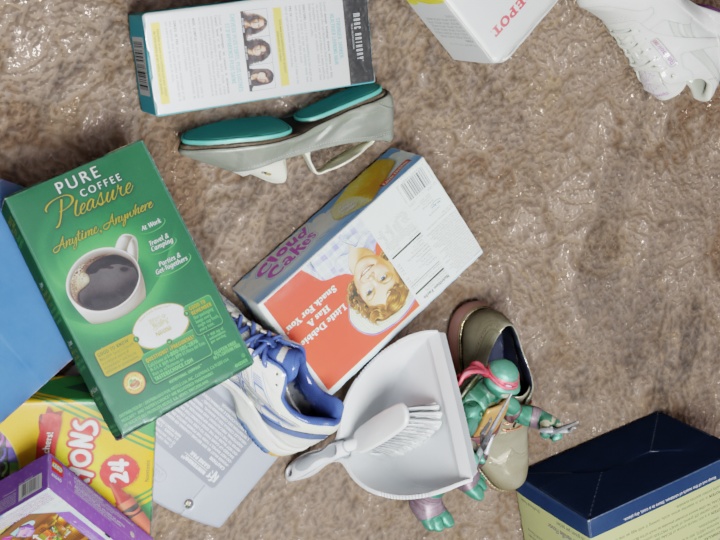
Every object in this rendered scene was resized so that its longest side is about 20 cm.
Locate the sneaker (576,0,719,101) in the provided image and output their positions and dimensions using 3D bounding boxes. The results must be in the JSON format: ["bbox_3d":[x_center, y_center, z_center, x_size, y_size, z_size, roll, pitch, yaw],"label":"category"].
[{"bbox_3d":[0.287,-0.224,1.178,0.198,0.075,0.101,15,93,-28],"label":"sneaker"}]

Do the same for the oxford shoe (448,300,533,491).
[{"bbox_3d":[0.134,0.133,1.179,0.070,0.074,0.202,-24,111,-22],"label":"oxford shoe"}]

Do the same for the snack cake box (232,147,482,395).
[{"bbox_3d":[0.000,0.000,1.090,0.200,0.067,0.115,-42,117,-12],"label":"snack cake box"}]

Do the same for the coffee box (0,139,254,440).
[{"bbox_3d":[-0.180,0.013,0.942,0.122,0.044,0.202,-28,90,-23],"label":"coffee box"}]

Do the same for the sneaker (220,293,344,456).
[{"bbox_3d":[-0.089,0.067,1.019,0.200,0.088,0.076,49,42,-21],"label":"sneaker"}]

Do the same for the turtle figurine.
[{"bbox_3d":[0.115,0.147,1.106,0.148,0.101,0.201,-10,141,-35],"label":"turtle figurine"}]

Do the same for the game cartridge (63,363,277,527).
[{"bbox_3d":[-0.163,0.128,1.055,0.134,0.040,0.200,-50,117,-13],"label":"game cartridge"}]

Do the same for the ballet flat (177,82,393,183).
[{"bbox_3d":[-0.057,-0.107,1.040,0.198,0.067,0.064,-19,117,-21],"label":"ballet flat"}]

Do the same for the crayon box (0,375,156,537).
[{"bbox_3d":[-0.265,0.152,0.974,0.197,0.051,0.129,0,109,-14],"label":"crayon box"}]

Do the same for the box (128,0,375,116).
[{"bbox_3d":[-0.088,-0.186,1.016,0.198,0.049,0.083,-12,106,-23],"label":"box"}]

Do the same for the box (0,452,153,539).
[{"bbox_3d":[-0.281,0.236,0.955,0.198,0.039,0.137,-29,129,10],"label":"box"}]

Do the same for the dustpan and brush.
[{"bbox_3d":[0.006,0.151,1.077,0.057,0.200,0.141,7,60,-37],"label":"dustpan and brush"}]

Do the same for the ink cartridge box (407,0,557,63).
[{"bbox_3d":[0.088,-0.301,1.059,0.145,0.083,0.200,-48,117,-9],"label":"ink cartridge box"}]

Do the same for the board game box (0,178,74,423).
[{"bbox_3d":[-0.299,0.031,0.936,0.158,0.039,0.200,49,65,-6],"label":"board game box"}]

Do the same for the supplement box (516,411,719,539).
[{"bbox_3d":[0.286,0.287,1.253,0.198,0.134,0.202,-18,108,-22],"label":"supplement box"}]
